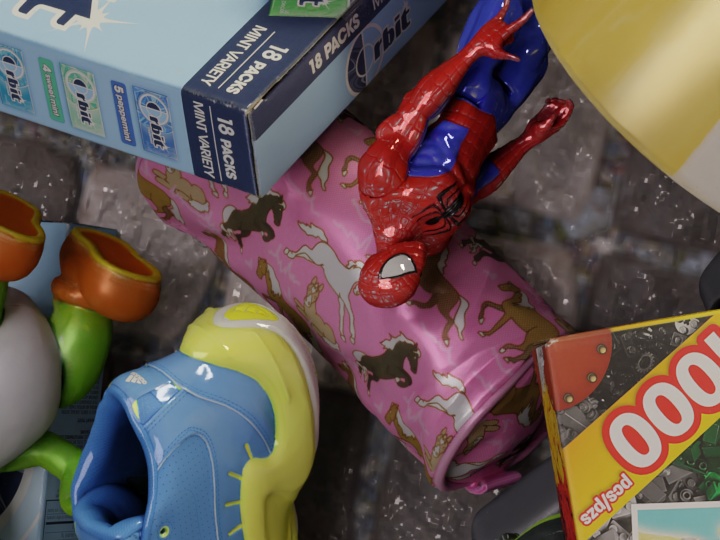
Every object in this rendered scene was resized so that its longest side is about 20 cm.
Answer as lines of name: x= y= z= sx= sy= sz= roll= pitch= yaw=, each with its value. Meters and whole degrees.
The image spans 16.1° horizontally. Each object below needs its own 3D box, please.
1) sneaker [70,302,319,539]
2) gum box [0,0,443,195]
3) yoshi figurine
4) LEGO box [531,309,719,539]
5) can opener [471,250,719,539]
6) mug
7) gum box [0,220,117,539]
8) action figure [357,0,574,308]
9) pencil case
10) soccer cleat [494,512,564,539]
sneaker: x=-0.070 y=0.114 z=1.005 sx=0.076 sy=0.105 sz=0.202 roll=20 pitch=119 yaw=48
gum box: x=-0.078 y=-0.120 z=1.016 sx=0.199 sy=0.170 sz=0.045 roll=18 pitch=136 yaw=27
yoshi figurine: x=-0.158 y=0.077 z=1.031 sx=0.112 sy=0.112 sz=0.201 roll=32 pitch=103 yaw=17
LEGO box: x=0.168 y=0.082 z=0.878 sx=0.198 sy=0.077 sz=0.150 roll=-10 pitch=87 yaw=-1
can opener: x=0.125 y=0.047 z=0.977 sx=0.200 sy=0.053 sz=0.067 roll=-39 pitch=39 yaw=20
mug: x=0.150 y=-0.114 z=0.873 sx=0.153 sy=0.186 sz=0.150 roll=-50 pitch=55 yaw=28
gum box: x=-0.197 y=0.074 z=1.133 sx=0.169 sy=0.044 sz=0.202 roll=4 pitch=88 yaw=27
action figure: x=0.049 y=-0.072 z=0.962 sx=0.051 sy=0.065 sz=0.201 roll=16 pitch=68 yaw=35
pencil case: x=0.000 y=0.000 z=1.016 sx=0.083 sy=0.087 sz=0.200 roll=-42 pitch=66 yaw=-13
soccer cleat: x=0.056 y=0.182 z=0.965 sx=0.081 sy=0.067 sz=0.201 roll=52 pitch=129 yaw=44
